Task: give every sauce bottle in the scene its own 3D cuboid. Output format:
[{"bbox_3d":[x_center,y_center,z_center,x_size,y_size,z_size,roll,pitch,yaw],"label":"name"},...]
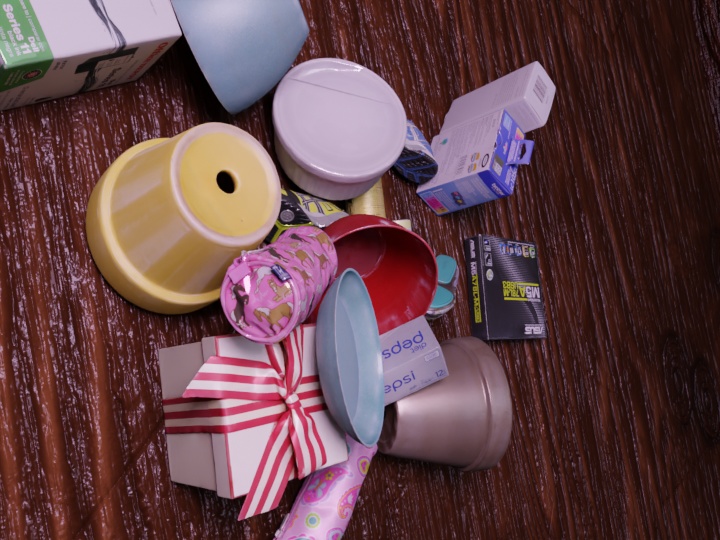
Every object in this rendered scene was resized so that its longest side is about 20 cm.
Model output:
[{"bbox_3d":[0.009,-0.084,0.973,0.064,0.064,0.206,1,80,-41],"label":"sauce bottle"}]

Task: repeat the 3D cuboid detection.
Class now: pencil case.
[{"bbox_3d":[-0.080,0.007,0.666,0.200,0.081,0.089,-50,157,-74],"label":"pencil case"},{"bbox_3d":[-0.048,0.306,0.830,0.087,0.086,0.203,44,56,-26],"label":"pencil case"}]

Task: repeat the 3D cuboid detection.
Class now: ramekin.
[{"bbox_3d":[-0.036,-0.197,0.894,0.196,0.095,0.208,7,63,-13],"label":"ramekin"}]

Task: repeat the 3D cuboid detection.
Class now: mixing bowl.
[{"bbox_3d":[0.000,0.000,0.855,0.198,0.201,0.109,31,19,-33],"label":"mixing bowl"}]

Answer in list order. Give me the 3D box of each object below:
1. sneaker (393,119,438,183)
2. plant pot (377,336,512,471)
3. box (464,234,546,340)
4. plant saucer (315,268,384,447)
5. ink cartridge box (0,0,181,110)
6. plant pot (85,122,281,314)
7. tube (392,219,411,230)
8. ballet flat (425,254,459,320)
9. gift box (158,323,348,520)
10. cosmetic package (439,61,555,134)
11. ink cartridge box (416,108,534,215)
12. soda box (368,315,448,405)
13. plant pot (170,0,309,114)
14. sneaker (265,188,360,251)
[{"bbox_3d":[0.050,-0.227,1.048,0.198,0.075,0.078,33,39,-33],"label":"sneaker"},{"bbox_3d":[0.104,0.205,0.936,0.169,0.199,0.206,1,80,-25],"label":"plant pot"},{"bbox_3d":[0.287,0.038,1.214,0.196,0.047,0.199,6,75,-41],"label":"box"},{"bbox_3d":[-0.013,0.102,0.719,0.200,0.035,0.206,-9,90,-76],"label":"plant saucer"},{"bbox_3d":[-0.313,-0.248,0.660,0.198,0.145,0.085,-32,103,-40],"label":"ink cartridge box"},{"bbox_3d":[-0.187,-0.068,0.699,0.197,0.187,0.207,13,68,-36],"label":"plant pot"},{"bbox_3d":[0.066,0.020,1.020,0.056,0.052,0.206,-6,90,-3],"label":"tube"},{"bbox_3d":[0.124,0.043,1.022,0.073,0.071,0.201,62,27,-13],"label":"ballet flat"},{"bbox_3d":[-0.131,0.163,0.714,0.197,0.184,0.190,-10,87,-43],"label":"gift box"},{"bbox_3d":[0.251,-0.293,1.144,0.074,0.198,0.103,42,57,-26],"label":"cosmetic package"},{"bbox_3d":[0.204,-0.190,1.081,0.076,0.197,0.139,35,60,-30],"label":"ink cartridge box"},{"bbox_3d":[0.017,0.143,0.849,0.196,0.069,0.064,-25,130,-1],"label":"soda box"},{"bbox_3d":[-0.140,-0.319,0.771,0.200,0.132,0.205,-21,90,-87],"label":"plant pot"},{"bbox_3d":[-0.091,-0.079,0.891,0.197,0.075,0.078,25,34,-33],"label":"sneaker"}]
